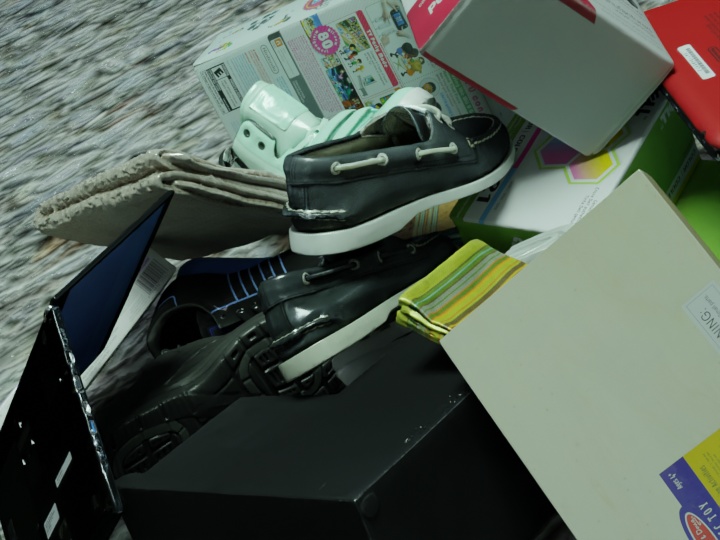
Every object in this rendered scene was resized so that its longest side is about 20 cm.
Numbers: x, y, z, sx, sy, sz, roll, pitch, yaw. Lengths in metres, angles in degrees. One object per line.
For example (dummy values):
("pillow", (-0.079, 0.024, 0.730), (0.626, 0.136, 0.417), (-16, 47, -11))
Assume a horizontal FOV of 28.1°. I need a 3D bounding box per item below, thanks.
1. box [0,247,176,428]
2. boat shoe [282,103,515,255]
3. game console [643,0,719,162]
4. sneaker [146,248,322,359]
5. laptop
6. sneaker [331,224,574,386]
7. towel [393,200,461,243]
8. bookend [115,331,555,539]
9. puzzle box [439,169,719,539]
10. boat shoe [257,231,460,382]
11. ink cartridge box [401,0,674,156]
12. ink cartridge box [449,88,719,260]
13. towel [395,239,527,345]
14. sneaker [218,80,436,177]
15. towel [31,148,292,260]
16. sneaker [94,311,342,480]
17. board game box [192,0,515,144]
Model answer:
("box", (-0.201, 0.066, 0.993), (0.201, 0.041, 0.039), (-56, 5, -23))
("boat shoe", (0.028, -0.069, 0.867), (0.075, 0.061, 0.200), (4, 24, 35))
("game console", (0.277, -0.097, 0.897), (0.171, 0.119, 0.200), (-18, 31, 2))
("sneaker", (-0.059, 0.025, 0.994), (0.199, 0.070, 0.078), (-12, 35, 30))
("laptop", (-0.150, 0.088, 0.843), (0.103, 0.178, 0.201), (-6, 56, -31))
("sneaker", (0.067, 0.045, 0.875), (0.199, 0.081, 0.076), (-25, 8, 38))
("towel", (0.111, -0.072, 1.070), (0.198, 0.022, 0.147), (-13, 33, 19))
("bookend", (0.002, 0.108, 0.802), (0.199, 0.093, 0.198), (-6, 23, 44))
("puzzle box", (0.143, 0.072, 0.673), (0.133, 0.025, 0.201), (-40, 70, 17))
("boat shoe", (-0.002, 0.001, 0.873), (0.074, 0.066, 0.199), (-32, 1, 39))
("ink cartridge box", (0.097, -0.186, 0.923), (0.083, 0.144, 0.201), (-49, 32, 27))
("ink cartridge box", (0.181, -0.049, 0.912), (0.199, 0.076, 0.148), (9, 53, 38))
("towel", (0.122, 0.037, 0.742), (0.199, 0.018, 0.086), (23, 41, 26))
("sneaker", (-0.031, -0.094, 0.999), (0.074, 0.118, 0.200), (-47, 2, -33))
("towel", (-0.130, -0.044, 1.000), (0.199, 0.132, 0.035), (-13, 70, 51))
("sneaker", (-0.095, 0.070, 0.944), (0.199, 0.076, 0.091), (-28, 26, -12))
("board game box", (-0.003, -0.136, 1.079), (0.199, 0.148, 0.064), (-18, 23, 25))
